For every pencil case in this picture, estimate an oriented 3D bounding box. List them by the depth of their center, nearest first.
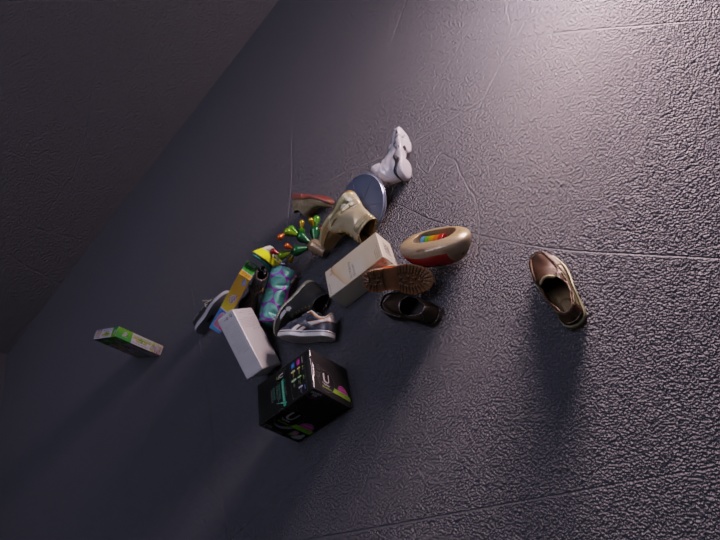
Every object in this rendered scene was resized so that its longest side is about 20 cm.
[{"bbox_3d":[-0.259,0.082,1.835,0.091,0.085,0.203,3,63,15],"label":"pencil case"}]

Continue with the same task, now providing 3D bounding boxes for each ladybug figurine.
[{"bbox_3d":[0.187,-0.055,1.457,0.198,0.073,0.136,-5,24,39],"label":"ladybug figurine"}]

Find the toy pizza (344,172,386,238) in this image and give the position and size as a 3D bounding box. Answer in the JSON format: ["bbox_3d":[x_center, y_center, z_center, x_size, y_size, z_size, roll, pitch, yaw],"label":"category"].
[{"bbox_3d":[0.012,-0.192,1.762,0.198,0.031,0.204,-8,79,47],"label":"toy pizza"}]

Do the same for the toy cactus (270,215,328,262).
[{"bbox_3d":[-0.175,-0.087,1.858,0.164,0.103,0.200,32,52,23],"label":"toy cactus"}]

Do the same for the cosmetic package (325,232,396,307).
[{"bbox_3d":[0.000,0.000,1.635,0.199,0.073,0.104,-37,42,20],"label":"cosmetic package"}]

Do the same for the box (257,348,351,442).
[{"bbox_3d":[-0.146,0.323,1.498,0.199,0.148,0.125,-36,41,21],"label":"box"}]

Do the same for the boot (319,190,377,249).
[{"bbox_3d":[-0.037,-0.114,1.732,0.156,0.072,0.201,50,117,36],"label":"boot"}]

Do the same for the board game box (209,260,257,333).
[{"bbox_3d":[-0.396,0.081,1.834,0.202,0.040,0.153,-59,9,13],"label":"board game box"}]

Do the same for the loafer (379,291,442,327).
[{"bbox_3d":[0.116,0.085,1.455,0.198,0.071,0.074,7,68,48],"label":"loafer"}]

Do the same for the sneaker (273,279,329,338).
[{"bbox_3d":[-0.179,0.128,1.726,0.201,0.075,0.106,-56,37,-2],"label":"sneaker"}]

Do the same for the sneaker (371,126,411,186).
[{"bbox_3d":[0.092,-0.341,1.774,0.114,0.075,0.203,-21,53,31],"label":"sneaker"}]

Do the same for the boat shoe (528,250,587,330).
[{"bbox_3d":[0.399,0.024,1.201,0.074,0.075,0.204,-40,41,18],"label":"boat shoe"}]

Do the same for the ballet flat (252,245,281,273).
[{"bbox_3d":[-0.297,-0.043,1.893,0.066,0.200,0.068,30,78,16],"label":"ballet flat"}]

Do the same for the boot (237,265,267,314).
[{"bbox_3d":[-0.336,0.066,1.874,0.200,0.068,0.176,-113,45,-71],"label":"boot"}]

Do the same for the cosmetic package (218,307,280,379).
[{"bbox_3d":[-0.331,0.214,1.735,0.074,0.101,0.202,-35,75,22],"label":"cosmetic package"}]

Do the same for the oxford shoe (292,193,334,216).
[{"bbox_3d":[-0.159,-0.218,1.974,0.198,0.070,0.076,13,99,48],"label":"oxford shoe"}]

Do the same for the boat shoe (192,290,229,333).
[{"bbox_3d":[-0.532,0.135,2.091,0.200,0.073,0.068,-51,52,20],"label":"boat shoe"}]

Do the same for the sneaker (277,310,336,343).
[{"bbox_3d":[-0.149,0.162,1.673,0.197,0.078,0.081,-5,64,31],"label":"sneaker"}]

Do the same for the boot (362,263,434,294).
[{"bbox_3d":[0.114,0.012,1.493,0.197,0.107,0.076,0,101,37],"label":"boot"}]

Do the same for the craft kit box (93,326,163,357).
[{"bbox_3d":[-0.903,0.282,2.273,0.196,0.199,0.049,-14,54,41],"label":"craft kit box"}]
